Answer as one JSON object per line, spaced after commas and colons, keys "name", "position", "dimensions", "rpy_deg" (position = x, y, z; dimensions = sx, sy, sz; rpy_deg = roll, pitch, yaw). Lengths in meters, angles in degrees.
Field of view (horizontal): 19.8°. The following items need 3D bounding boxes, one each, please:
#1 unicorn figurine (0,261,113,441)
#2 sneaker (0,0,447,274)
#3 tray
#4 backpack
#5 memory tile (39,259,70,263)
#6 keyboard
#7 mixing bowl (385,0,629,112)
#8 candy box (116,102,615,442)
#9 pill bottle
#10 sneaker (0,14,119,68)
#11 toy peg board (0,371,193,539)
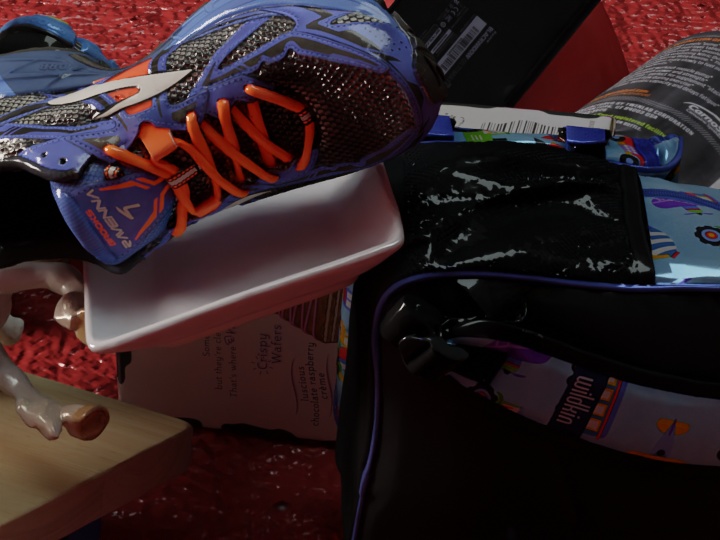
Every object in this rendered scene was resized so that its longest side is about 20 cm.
{"name": "unicorn figurine", "position": [-0.150, 0.026, 0.703], "dimensions": [0.137, 0.074, 0.200], "rpy_deg": [24, 19, 34]}
{"name": "sneaker", "position": [-0.063, -0.035, 0.664], "dimensions": [0.199, 0.075, 0.079], "rpy_deg": [-14, 37, 28]}
{"name": "tray", "position": [-0.046, -0.031, 0.727], "dimensions": [0.107, 0.022, 0.200], "rpy_deg": [-18, 29, 1]}
{"name": "backpack", "position": [0.095, 0.041, 0.728], "dimensions": [0.199, 0.183, 0.135], "rpy_deg": [1, 38, -4]}
{"name": "memory tile", "position": [-0.173, -0.056, 1.066], "dimensions": [0.153, 0.017, 0.200], "rpy_deg": [15, 33, 24]}
{"name": "keyboard", "position": [0.028, -0.123, 0.993], "dimensions": [0.127, 0.200, 0.021], "rpy_deg": [40, 7, -2]}
{"name": "mixing bowl", "position": [0.054, -0.113, 1.079], "dimensions": [0.199, 0.109, 0.200], "rpy_deg": [0, 28, 0]}
{"name": "candy box", "position": [0.000, 0.000, 0.847], "dimensions": [0.199, 0.137, 0.061], "rpy_deg": [6, 28, 8]}
{"name": "pill bottle", "position": [0.153, -0.048, 0.963], "dimensions": [0.106, 0.107, 0.200], "rpy_deg": [18, 34, 29]}
{"name": "sneaker", "position": [-0.161, -0.033, 0.886], "dimensions": [0.071, 0.200, 0.083], "rpy_deg": [35, 42, -12]}
{"name": "toy peg board", "position": [-0.198, 0.099, 0.738], "dimensions": [0.199, 0.098, 0.199], "rpy_deg": [15, 17, 23]}
